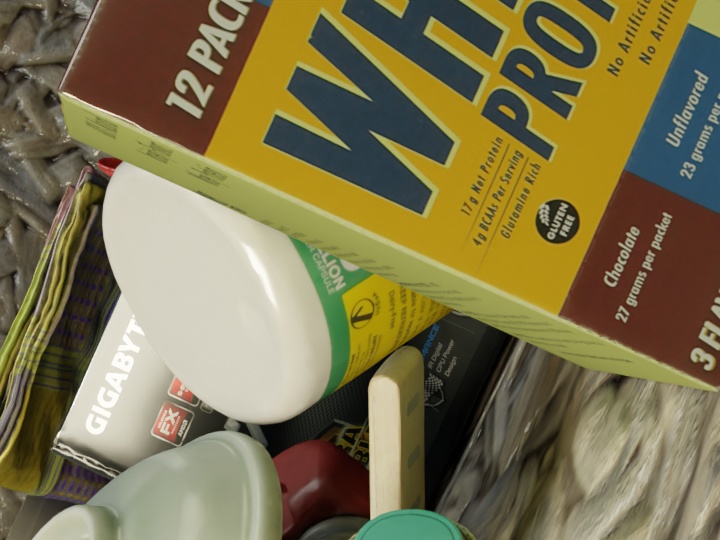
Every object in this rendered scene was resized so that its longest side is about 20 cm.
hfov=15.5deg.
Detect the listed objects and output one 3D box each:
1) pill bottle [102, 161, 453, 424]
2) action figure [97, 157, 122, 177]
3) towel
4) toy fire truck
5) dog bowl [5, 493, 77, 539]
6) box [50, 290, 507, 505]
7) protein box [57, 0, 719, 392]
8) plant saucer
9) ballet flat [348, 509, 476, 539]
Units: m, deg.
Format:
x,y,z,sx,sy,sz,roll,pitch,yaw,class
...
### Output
x,y,z,sx,sy,sz,roll,pitch,yaw,class
0.012,-0.037,0.995,0.200,0.113,0.113,-33,-14,-31,pill bottle
-0.132,0.028,1.337,0.065,0.099,0.200,-30,-51,-53,action figure
-0.117,0.040,1.219,0.200,0.023,0.144,38,-109,-70,towel
-0.012,0.113,0.982,0.200,0.129,0.176,-42,20,23,toy fire truck
-0.169,0.197,1.288,0.200,0.059,0.200,-157,90,-86,dog bowl
-0.021,0.018,1.134,0.046,0.159,0.200,-70,5,-78,box
0.026,-0.067,0.811,0.199,0.200,0.135,177,117,-85,protein box
-0.100,0.141,0.935,0.200,0.050,0.200,-50,24,32,plant saucer
0.005,0.165,0.812,0.200,0.072,0.072,-71,7,-45,ballet flat
